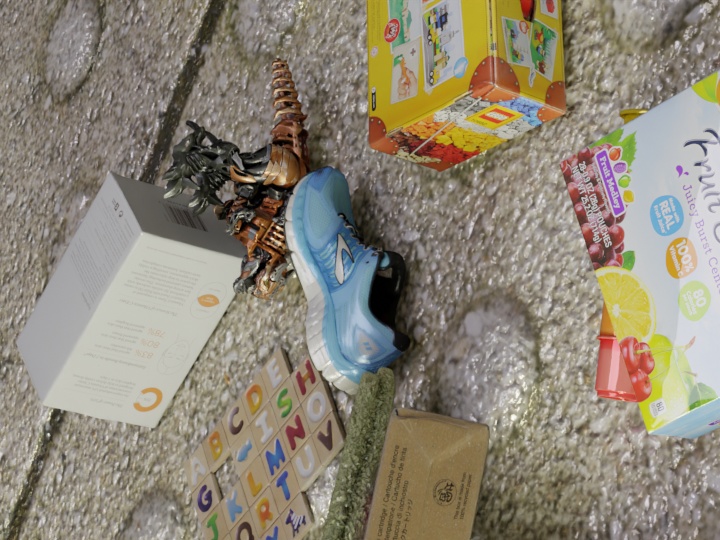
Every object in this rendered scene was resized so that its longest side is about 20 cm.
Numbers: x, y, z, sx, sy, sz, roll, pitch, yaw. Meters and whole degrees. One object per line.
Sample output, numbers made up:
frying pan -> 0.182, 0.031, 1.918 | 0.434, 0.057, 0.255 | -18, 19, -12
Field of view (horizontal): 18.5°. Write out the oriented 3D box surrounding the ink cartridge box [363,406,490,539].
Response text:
ink cartridge box -> 0.035, 0.219, 1.556 | 0.165, 0.075, 0.201 | 95, -173, -67

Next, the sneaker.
sneaker -> 0.000, 0.000, 1.801 | 0.090, 0.078, 0.201 | -27, 59, 23

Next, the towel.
towel -> -0.007, 0.184, 1.670 | 0.149, 0.036, 0.201 | 101, -178, -45

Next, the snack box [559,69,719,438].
snack box -> 0.237, -0.016, 1.428 | 0.168, 0.068, 0.201 | -29, 66, 32

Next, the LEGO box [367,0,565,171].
LEGO box -> 0.079, -0.200, 1.725 | 0.149, 0.077, 0.201 | -23, 60, 46

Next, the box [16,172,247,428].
box -> -0.207, 0.029, 2.005 | 0.200, 0.124, 0.098 | -58, 39, 22

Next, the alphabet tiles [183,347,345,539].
alphabet tiles -> -0.081, 0.170, 1.886 | 0.200, 0.008, 0.168 | -51, 42, 31

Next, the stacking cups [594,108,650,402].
stacking cups -> 0.196, -0.009, 1.541 | 0.060, 0.060, 0.201 | 6, 87, 54

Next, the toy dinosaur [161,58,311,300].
toy dinosaur -> -0.088, -0.078, 1.922 | 0.135, 0.102, 0.201 | 7, 60, 16
